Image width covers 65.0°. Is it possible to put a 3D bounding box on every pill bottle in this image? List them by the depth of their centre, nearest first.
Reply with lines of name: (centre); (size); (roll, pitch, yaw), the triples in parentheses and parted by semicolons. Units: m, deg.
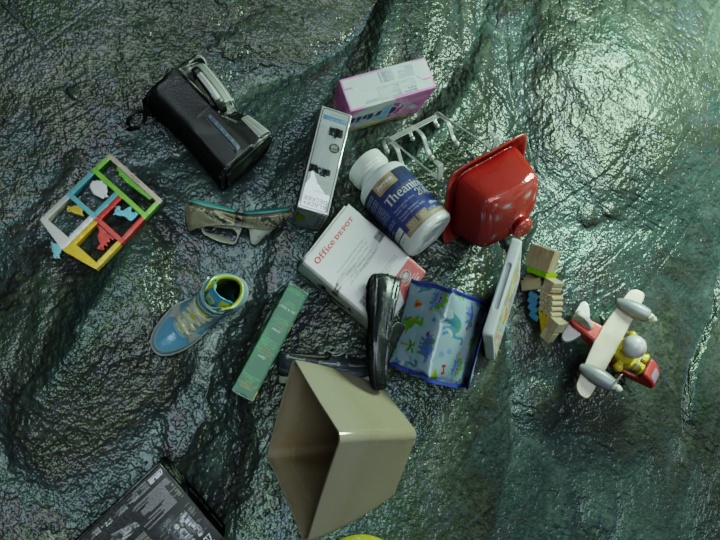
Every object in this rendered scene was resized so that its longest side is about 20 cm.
pill bottle: (0.070, -0.136, 1.086); (0.110, 0.111, 0.201); (-37, 74, -16)

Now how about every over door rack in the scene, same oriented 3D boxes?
over door rack: (0.152, -0.239, 1.114); (0.146, 0.200, 0.068); (-30, 129, -17)

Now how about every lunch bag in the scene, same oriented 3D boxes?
lunch bag: (0.168, 0.126, 1.055); (0.198, 0.126, 0.174); (21, 85, -46)

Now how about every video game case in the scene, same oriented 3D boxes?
video game case: (0.271, 0.062, 1.074); (0.022, 0.200, 0.185); (16, 75, 19)

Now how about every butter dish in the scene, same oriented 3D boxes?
butter dish: (0.269, -0.122, 1.083); (0.197, 0.201, 0.148); (-28, 55, -17)

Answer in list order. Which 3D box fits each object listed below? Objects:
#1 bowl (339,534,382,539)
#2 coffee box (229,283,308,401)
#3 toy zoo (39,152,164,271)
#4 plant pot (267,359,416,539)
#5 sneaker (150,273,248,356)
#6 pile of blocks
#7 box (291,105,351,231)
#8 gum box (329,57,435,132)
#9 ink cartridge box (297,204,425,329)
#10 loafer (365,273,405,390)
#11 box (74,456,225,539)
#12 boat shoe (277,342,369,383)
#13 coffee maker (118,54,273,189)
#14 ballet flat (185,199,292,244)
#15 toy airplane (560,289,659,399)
bowl: (0.008, 0.572, 0.961); (0.195, 0.108, 0.205); (3, 80, -14)
coffee box: (-0.163, 0.126, 0.993); (0.043, 0.123, 0.203); (29, 74, -9)
toy zoo: (-0.469, -0.094, 1.008); (0.131, 0.020, 0.201); (40, 74, -4)
plant pot: (-0.025, 0.288, 0.940); (0.174, 0.200, 0.204); (6, 112, -31)
sneaker: (-0.279, 0.070, 0.968); (0.199, 0.130, 0.080); (-40, 92, -16)
pile of blocks: (0.385, 0.046, 1.173); (0.061, 0.081, 0.205); (3, 83, -43)
box: (-0.076, -0.189, 1.070); (0.059, 0.117, 0.204); (14, 78, -10)
gum box: (0.046, -0.347, 1.128); (0.196, 0.113, 0.067); (-20, 85, -15)
ink cartridge box: (0.000, 0.000, 1.072); (0.199, 0.083, 0.148); (40, 73, -4)
loafer: (0.045, 0.105, 0.985); (0.069, 0.068, 0.205); (3, 76, -6)
box: (-0.345, 0.437, 0.911); (0.200, 0.086, 0.164); (-43, 91, -16)
boat shoe: (-0.054, 0.170, 1.037); (0.195, 0.075, 0.063); (-1, 92, -4)
coffee maker: (-0.290, -0.251, 1.037); (0.192, 0.135, 0.201); (-42, 90, 7)
ballet flat: (-0.226, -0.087, 1.051); (0.195, 0.068, 0.077); (3, 101, -7)
toy airplane: (0.511, 0.146, 1.139); (0.195, 0.141, 0.205); (-5, 82, -13)
